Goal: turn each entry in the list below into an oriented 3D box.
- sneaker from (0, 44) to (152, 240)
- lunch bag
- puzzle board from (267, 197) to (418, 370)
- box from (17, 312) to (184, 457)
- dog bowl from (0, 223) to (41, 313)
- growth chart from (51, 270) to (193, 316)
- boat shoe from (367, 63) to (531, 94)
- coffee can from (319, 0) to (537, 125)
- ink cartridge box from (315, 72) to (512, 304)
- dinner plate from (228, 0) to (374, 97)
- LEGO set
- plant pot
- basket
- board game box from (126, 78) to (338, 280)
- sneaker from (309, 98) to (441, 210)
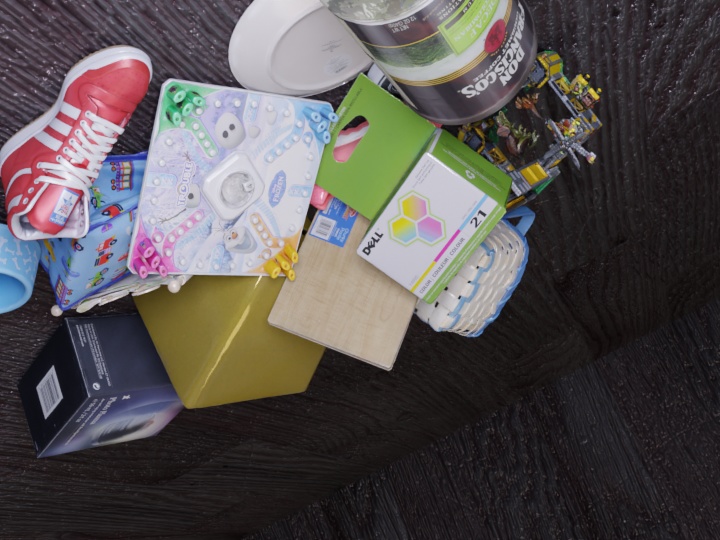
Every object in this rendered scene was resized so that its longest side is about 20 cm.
[{"bbox_3d":[-0.252,-0.104,0.858,0.199,0.114,0.071,-36,143,27],"label":"sneaker"},{"bbox_3d":[-0.240,-0.059,1.038,0.198,0.095,0.151,-20,158,-37],"label":"lunch bag"},{"bbox_3d":[0.000,0.000,1.099,0.148,0.202,0.017,19,155,9],"label":"puzzle board"},{"bbox_3d":[-0.348,0.158,1.360,0.196,0.125,0.200,-5,152,-43],"label":"box"},{"bbox_3d":[-0.424,0.003,0.965,0.196,0.050,0.112,0,148,-22],"label":"dog bowl"},{"bbox_3d":[-0.257,0.011,1.087,0.197,0.018,0.145,-12,-162,27],"label":"growth chart"},{"bbox_3d":[0.102,-0.211,1.046,0.197,0.069,0.074,-12,158,-33],"label":"boat shoe"},{"bbox_3d":[0.059,-0.234,0.831,0.145,0.148,0.200,-30,154,15],"label":"coffee can"},{"bbox_3d":[0.039,-0.085,1.018,0.148,0.198,0.076,-53,-174,33],"label":"ink cartridge box"},{"bbox_3d":[-0.033,-0.228,0.938,0.197,0.025,0.201,-21,159,-8],"label":"dinner plate"},{"bbox_3d":[0.186,-0.158,1.149,0.115,0.155,0.199,-27,174,-44],"label":"LEGO set"},{"bbox_3d":[-0.137,0.023,1.188,0.192,0.197,0.201,-3,140,-42],"label":"plant pot"},{"bbox_3d":[0.140,-0.008,1.226,0.199,0.139,0.178,2,124,-57],"label":"basket"},{"bbox_3d":[-0.128,-0.084,0.990,0.197,0.026,0.203,1,115,-37],"label":"board game box"},{"bbox_3d":[0.015,-0.130,1.123,0.197,0.088,0.074,-23,160,-5],"label":"sneaker"}]
